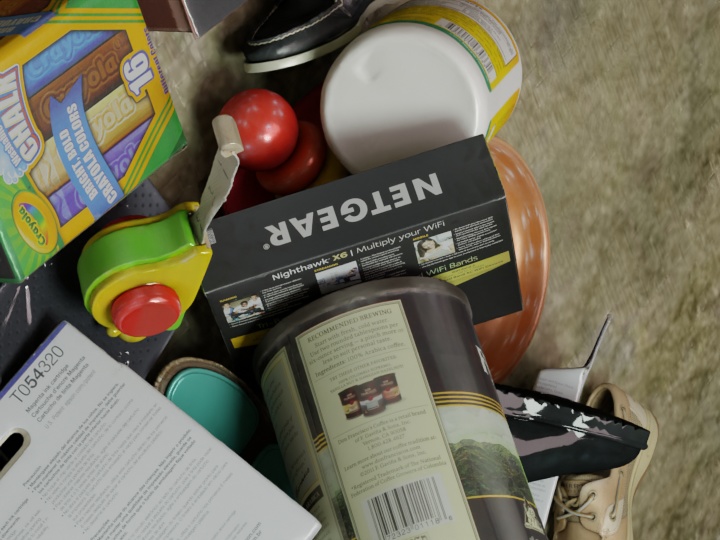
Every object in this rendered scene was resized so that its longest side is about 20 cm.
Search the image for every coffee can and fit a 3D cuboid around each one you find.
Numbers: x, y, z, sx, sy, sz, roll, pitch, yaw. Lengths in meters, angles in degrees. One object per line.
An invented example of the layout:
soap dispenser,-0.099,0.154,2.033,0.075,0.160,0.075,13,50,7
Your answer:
coffee can,0.027,0.126,1.472,0.146,0.146,0.200,19,46,-50

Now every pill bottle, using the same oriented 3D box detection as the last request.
pill bottle,0.048,-0.127,1.597,0.200,0.112,0.113,-49,135,-69

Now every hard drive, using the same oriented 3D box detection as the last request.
hard drive,-0.181,0.030,1.454,0.200,0.042,0.135,-59,134,-28

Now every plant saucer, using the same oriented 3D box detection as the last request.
plant saucer,0.071,-0.004,1.762,0.200,0.037,0.201,-8,100,-49

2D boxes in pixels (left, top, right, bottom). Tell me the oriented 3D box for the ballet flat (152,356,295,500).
ballet flat,-0.088,0.110,1.563,0.071,0.065,0.200,-51,134,-7

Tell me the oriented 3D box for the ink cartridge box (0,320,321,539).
ink cartridge box,-0.159,0.164,1.383,0.196,0.200,0.043,-50,175,-21

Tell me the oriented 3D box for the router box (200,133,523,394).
router box,0.000,0.000,1.523,0.157,0.199,0.052,76,-4,-61

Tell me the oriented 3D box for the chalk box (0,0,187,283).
chalk box,-0.218,-0.076,1.332,0.200,0.125,0.124,-43,126,-40

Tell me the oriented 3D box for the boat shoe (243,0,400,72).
boat shoe,-0.021,-0.196,1.596,0.199,0.074,0.066,-37,120,-42

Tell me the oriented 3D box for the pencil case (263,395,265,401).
pencil case,0.024,0.102,1.671,0.200,0.089,0.078,34,27,-43

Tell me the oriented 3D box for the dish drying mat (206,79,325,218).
dish drying mat,-0.035,-0.081,1.638,0.200,0.018,0.077,-43,127,-38

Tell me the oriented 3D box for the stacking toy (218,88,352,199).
stacking toy,-0.022,-0.058,1.586,0.200,0.085,0.086,41,64,-41

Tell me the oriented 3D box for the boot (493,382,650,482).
boot,0.092,0.161,1.624,0.198,0.073,0.163,13,92,-22

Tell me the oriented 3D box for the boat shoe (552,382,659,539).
boat shoe,0.182,0.188,1.904,0.065,0.071,0.200,41,56,-38

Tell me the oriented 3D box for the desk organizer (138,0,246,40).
desk organizer,-0.082,-0.228,1.513,0.200,0.077,0.072,-44,126,-38

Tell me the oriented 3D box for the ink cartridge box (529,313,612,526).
ink cartridge box,0.132,0.141,1.772,0.200,0.040,0.200,93,16,-75

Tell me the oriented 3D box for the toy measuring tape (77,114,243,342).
toy measuring tape,-0.124,-0.019,1.379,0.074,0.074,0.200,-44,167,-38
